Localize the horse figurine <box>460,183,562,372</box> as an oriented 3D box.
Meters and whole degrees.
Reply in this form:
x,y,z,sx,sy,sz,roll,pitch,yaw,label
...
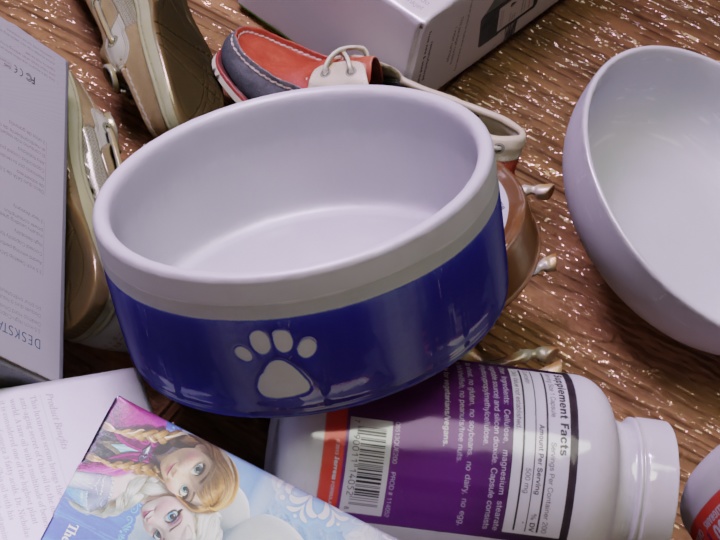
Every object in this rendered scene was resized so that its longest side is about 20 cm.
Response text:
x,y,z,sx,sy,sz,roll,pitch,yaw,label
0.045,0.018,1.118,0.132,0.050,0.201,-1,53,3,horse figurine

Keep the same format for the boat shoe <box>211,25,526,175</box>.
x,y,z,sx,sy,sz,roll,pitch,yaw,label
0.005,-0.100,1.202,0.199,0.063,0.071,29,40,9,boat shoe

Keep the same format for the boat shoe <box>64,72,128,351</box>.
x,y,z,sx,sy,sz,roll,pitch,yaw,label
-0.156,-0.037,1.111,0.063,0.073,0.201,25,30,-41,boat shoe

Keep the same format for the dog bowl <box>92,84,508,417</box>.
x,y,z,sx,sy,sz,roll,pitch,yaw,label
-0.028,-0.014,0.988,0.199,0.079,0.200,-8,29,4,dog bowl

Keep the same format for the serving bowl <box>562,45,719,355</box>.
x,y,z,sx,sy,sz,roll,pitch,yaw,label
0.195,-0.031,1.173,0.199,0.066,0.201,18,51,-23,serving bowl

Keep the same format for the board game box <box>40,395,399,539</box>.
x,y,z,sx,sy,sz,roll,pitch,yaw,label
-0.067,0.188,0.885,0.198,0.043,0.201,27,64,-4,board game box

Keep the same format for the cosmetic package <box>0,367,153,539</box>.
x,y,z,sx,sy,sz,roll,pitch,yaw,label
-0.192,0.119,0.960,0.199,0.071,0.102,-8,50,-19,cosmetic package

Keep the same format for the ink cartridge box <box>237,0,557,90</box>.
x,y,z,sx,sy,sz,roll,pitch,yaw,label
0.040,-0.209,1.306,0.145,0.084,0.200,36,50,20,ink cartridge box

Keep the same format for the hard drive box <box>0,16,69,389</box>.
x,y,z,sx,sy,sz,roll,pitch,yaw,label
-0.226,-0.043,1.005,0.156,0.076,0.201,32,45,-46,hard drive box

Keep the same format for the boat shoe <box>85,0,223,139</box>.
x,y,z,sx,sy,sz,roll,pitch,yaw,label
-0.138,-0.142,1.226,0.063,0.073,0.201,-32,55,15,boat shoe

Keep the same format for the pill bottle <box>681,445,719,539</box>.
x,y,z,sx,sy,sz,roll,pitch,yaw,label
0.250,0.165,0.974,0.112,0.113,0.201,-16,59,-26,pill bottle

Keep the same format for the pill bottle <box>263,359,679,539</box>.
x,y,z,sx,sy,sz,roll,pitch,yaw,label
0.053,0.102,1.004,0.199,0.113,0.113,8,47,-7,pill bottle

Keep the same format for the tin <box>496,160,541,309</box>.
x,y,z,sx,sy,sz,roll,pitch,yaw,label
0.000,0.000,1.085,0.199,0.042,0.112,-25,41,-2,tin
